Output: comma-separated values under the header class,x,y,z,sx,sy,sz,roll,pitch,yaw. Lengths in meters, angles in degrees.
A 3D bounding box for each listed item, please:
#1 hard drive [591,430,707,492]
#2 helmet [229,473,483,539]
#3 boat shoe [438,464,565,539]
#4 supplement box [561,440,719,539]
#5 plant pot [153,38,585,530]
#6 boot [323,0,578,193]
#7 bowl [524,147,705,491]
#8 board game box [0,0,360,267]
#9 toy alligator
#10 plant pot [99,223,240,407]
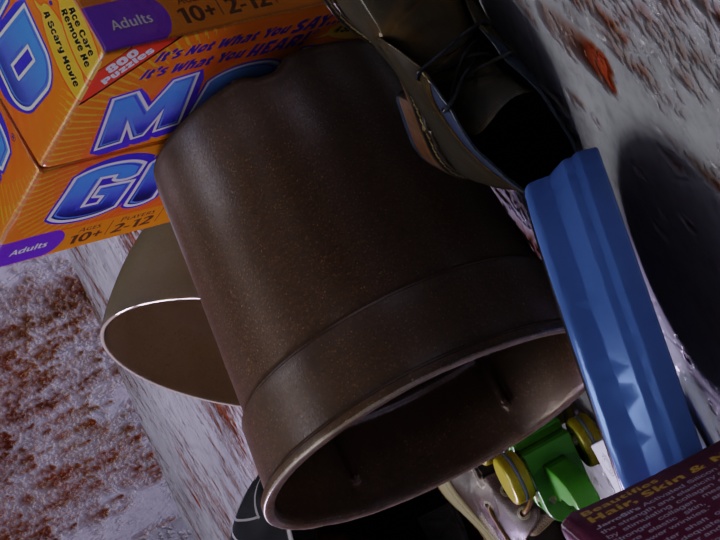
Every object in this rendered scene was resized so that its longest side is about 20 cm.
class,x,y,z,sx,sy,sz,roll,pitch,yaw
hard drive,0.185,0.164,1.374,0.200,0.027,0.132,62,170,6
helmet,0.012,0.183,1.749,0.200,0.190,0.200,-22,-90,-89
boat shoe,0.102,0.136,1.636,0.072,0.072,0.200,-9,110,47
supplement box,0.183,0.139,1.031,0.103,0.131,0.200,67,170,-22
plant pot,0.000,0.000,1.420,0.200,0.200,0.198,90,155,-69
boot,0.044,-0.114,1.278,0.097,0.075,0.200,34,161,50
bowl,0.119,0.045,1.202,0.201,0.039,0.201,-19,-90,-84
board game box,-0.132,-0.153,1.461,0.200,0.200,0.200,59,142,19
toy alligator,0.089,0.089,1.562,0.200,0.059,0.054,50,164,50
plant pot,-0.065,-0.003,1.822,0.200,0.200,0.135,87,-170,-66
